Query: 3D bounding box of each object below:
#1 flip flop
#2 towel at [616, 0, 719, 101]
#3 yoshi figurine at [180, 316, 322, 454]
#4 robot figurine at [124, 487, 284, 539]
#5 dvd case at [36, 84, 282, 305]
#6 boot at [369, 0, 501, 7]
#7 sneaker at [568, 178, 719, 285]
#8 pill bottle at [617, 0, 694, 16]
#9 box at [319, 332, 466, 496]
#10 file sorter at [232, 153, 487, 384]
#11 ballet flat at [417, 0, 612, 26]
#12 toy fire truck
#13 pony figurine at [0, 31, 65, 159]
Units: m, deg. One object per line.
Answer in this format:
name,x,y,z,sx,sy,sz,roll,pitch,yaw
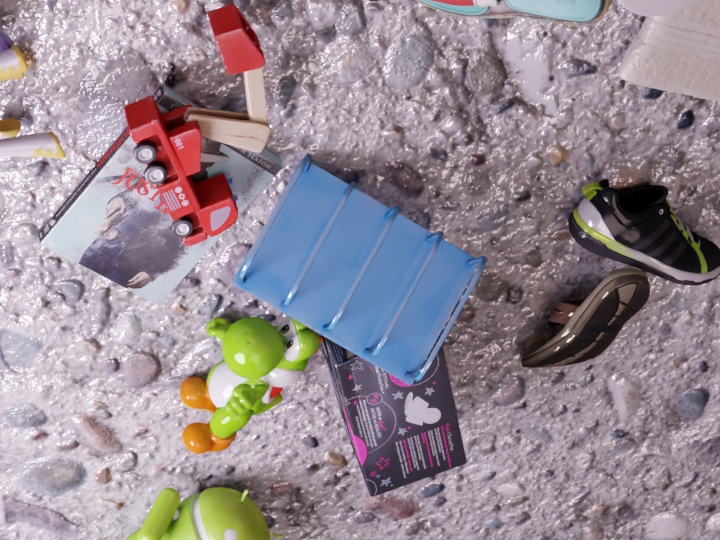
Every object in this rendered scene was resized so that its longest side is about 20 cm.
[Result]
flip flop,0.242,0.049,1.498,0.081,0.058,0.200,-2,147,-28
towel,0.360,-0.228,1.336,0.199,0.035,0.133,8,123,-20
yoshi figurine,-0.126,0.102,1.392,0.112,0.112,0.200,46,127,-1
robot figurine,-0.190,0.323,1.560,0.199,0.116,0.176,-31,117,9
dvd case,-0.191,-0.067,1.314,0.146,0.022,0.200,31,112,-33
boot,0.051,-0.325,1.151,0.144,0.072,0.201,6,106,16
sneaker,0.313,-0.045,1.442,0.199,0.072,0.083,13,121,-25
pill bottle,0.214,-0.298,1.130,0.115,0.200,0.116,-8,129,-10
box,0.030,0.112,1.446,0.114,0.132,0.201,-17,129,-5
file sorter,0.000,0.000,1.275,0.199,0.123,0.139,30,86,-3
ballet flat,0.126,-0.258,1.216,0.199,0.071,0.071,12,130,14
toy fire truck,-0.134,-0.125,1.241,0.140,0.049,0.200,-22,129,0
pony figurine,-0.371,-0.124,1.152,0.199,0.167,0.194,-28,139,-13
